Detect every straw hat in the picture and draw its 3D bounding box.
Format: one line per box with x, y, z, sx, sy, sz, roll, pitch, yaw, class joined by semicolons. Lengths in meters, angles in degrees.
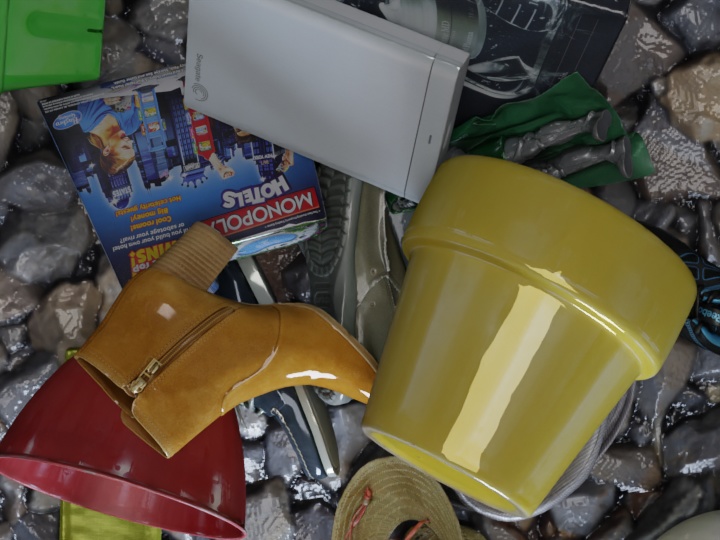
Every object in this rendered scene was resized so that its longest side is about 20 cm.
0.060;0.235;1.150;0.084;0.201;0.203;4;97;-31;straw hat

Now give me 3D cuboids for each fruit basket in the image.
-0.286;-0.230;1.097;0.213;0.155;0.218;-2;97;-14;fruit basket

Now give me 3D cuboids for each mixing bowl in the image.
-0.168;0.122;1.116;0.198;0.200;0.109;15;71;0;mixing bowl

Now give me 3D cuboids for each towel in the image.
-0.201;0.164;1.205;0.085;0.018;0.202;3;96;2;towel

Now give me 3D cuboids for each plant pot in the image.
0.099;0.054;1.005;0.200;0.201;0.190;28;78;-2;plant pot

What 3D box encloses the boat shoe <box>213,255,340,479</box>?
-0.076;0.076;1.165;0.061;0.075;0.201;-24;93;2;boat shoe

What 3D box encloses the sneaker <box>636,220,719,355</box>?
0.249;0.015;1.149;0.198;0.082;0.074;21;98;0;sneaker

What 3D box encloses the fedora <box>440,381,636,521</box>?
0.129;0.114;1.137;0.200;0.090;0.177;-39;111;7;fedora

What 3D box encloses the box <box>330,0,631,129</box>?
0.082;-0.198;1.060;0.195;0.200;0.125;16;65;1;box

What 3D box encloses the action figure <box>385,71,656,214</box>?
0.101;-0.075;1.092;0.199;0.055;0.118;-14;135;36;action figure

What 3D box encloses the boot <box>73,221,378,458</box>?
-0.088;0.077;1.038;0.201;0.071;0.144;38;69;-4;boot

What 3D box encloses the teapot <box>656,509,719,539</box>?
0.267;0.292;1.143;0.146;0.197;0.201;-34;73;32;teapot

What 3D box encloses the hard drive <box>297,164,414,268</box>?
0.038;-0.009;1.175;0.139;0.033;0.201;-30;94;4;hard drive

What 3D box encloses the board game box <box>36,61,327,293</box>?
-0.128;-0.053;1.128;0.198;0.062;0.202;-13;75;2;board game box

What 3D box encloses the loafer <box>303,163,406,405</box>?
0.000;0.000;1.133;0.069;0.075;0.202;0;96;-30;loafer

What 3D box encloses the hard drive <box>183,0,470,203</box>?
-0.029;-0.133;1.043;0.199;0.027;0.133;23;139;11;hard drive
